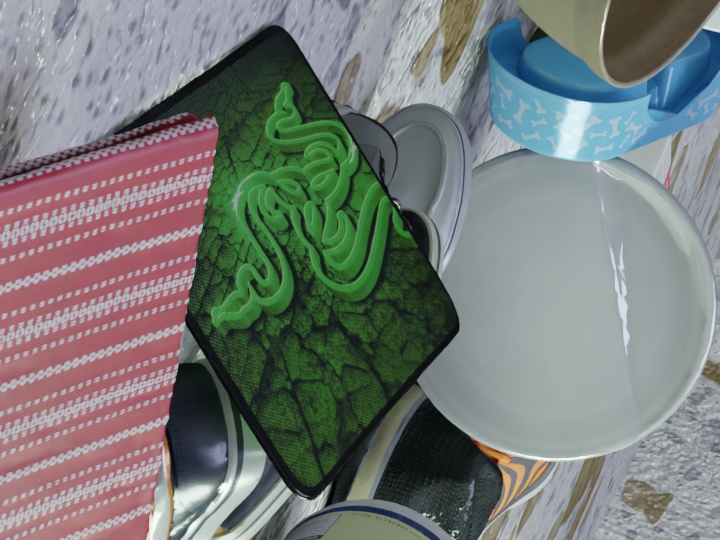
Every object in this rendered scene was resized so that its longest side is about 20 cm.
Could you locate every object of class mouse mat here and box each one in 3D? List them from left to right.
[{"bbox_3d":[-0.028,-0.010,1.031,0.007,0.162,0.200,-28,-172,27],"label":"mouse mat"}]

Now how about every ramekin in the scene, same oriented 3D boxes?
[{"bbox_3d":[0.125,0.015,1.594,0.094,0.201,0.204,-65,176,-80],"label":"ramekin"}]

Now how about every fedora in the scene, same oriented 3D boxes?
[{"bbox_3d":[0.043,0.157,1.709,0.201,0.091,0.202,23,90,-78],"label":"fedora"}]

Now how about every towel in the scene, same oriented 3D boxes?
[{"bbox_3d":[-0.121,0.043,0.863,0.144,0.022,0.201,-21,137,-39],"label":"towel"}]

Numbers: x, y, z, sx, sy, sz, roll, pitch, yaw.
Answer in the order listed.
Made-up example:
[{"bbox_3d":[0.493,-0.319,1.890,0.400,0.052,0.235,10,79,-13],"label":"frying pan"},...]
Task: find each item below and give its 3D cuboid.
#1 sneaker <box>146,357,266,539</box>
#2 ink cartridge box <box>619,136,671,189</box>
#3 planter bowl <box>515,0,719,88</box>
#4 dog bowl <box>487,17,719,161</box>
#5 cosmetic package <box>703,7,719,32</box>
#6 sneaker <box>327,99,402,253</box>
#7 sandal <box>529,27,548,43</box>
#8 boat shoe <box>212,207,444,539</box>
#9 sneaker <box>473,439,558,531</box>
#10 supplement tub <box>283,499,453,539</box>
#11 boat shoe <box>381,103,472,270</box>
[{"bbox_3d":[-0.103,0.100,1.037,0.079,0.079,0.200,-8,149,-24],"label":"sneaker"},{"bbox_3d":[0.173,-0.013,1.983,0.145,0.084,0.201,70,44,-72],"label":"ink cartridge box"},{"bbox_3d":[0.126,-0.213,1.259,0.200,0.134,0.201,-47,158,-25],"label":"planter bowl"},{"bbox_3d":[0.158,-0.123,1.571,0.199,0.111,0.050,-21,134,-43],"label":"dog bowl"},{"bbox_3d":[0.212,-0.247,1.402,0.123,0.198,0.201,-96,-161,-63],"label":"cosmetic package"},{"bbox_3d":[-0.015,-0.027,1.169,0.200,0.079,0.075,-37,147,-69],"label":"sneaker"},{"bbox_3d":[0.169,-0.199,1.668,0.202,0.079,0.057,-63,153,-17],"label":"sandal"},{"bbox_3d":[-0.031,0.042,1.200,0.200,0.074,0.062,-50,125,-16],"label":"boat shoe"},{"bbox_3d":[0.091,0.151,1.895,0.201,0.077,0.112,-53,164,-9],"label":"sneaker"},{"bbox_3d":[-0.018,0.235,1.466,0.200,0.144,0.146,-41,152,-63],"label":"supplement tub"},{"bbox_3d":[0.000,0.000,1.288,0.067,0.073,0.201,67,48,-76],"label":"boat shoe"}]
